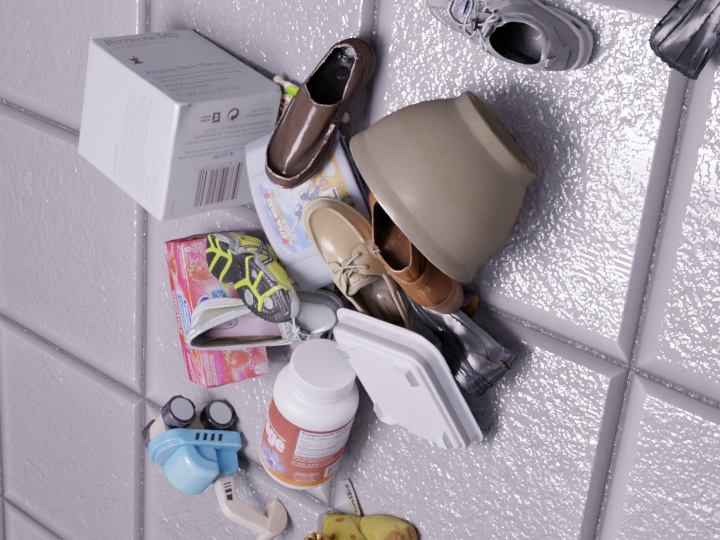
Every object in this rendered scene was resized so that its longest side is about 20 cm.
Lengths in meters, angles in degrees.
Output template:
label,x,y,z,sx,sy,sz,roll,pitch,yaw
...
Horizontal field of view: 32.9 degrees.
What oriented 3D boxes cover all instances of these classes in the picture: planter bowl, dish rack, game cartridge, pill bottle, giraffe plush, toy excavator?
label,x,y,z,sx,sy,sz,roll,pitch,yaw
planter bowl,0.104,-0.106,1.314,0.135,0.200,0.201,-38,79,16
dish rack,0.050,0.140,1.468,0.171,0.044,0.200,17,148,43
game cartridge,-0.060,-0.081,1.496,0.133,0.042,0.201,-22,93,9
pill bottle,-0.065,0.186,1.590,0.112,0.112,0.200,40,138,24
giraffe plush,-0.027,0.399,1.621,0.200,0.162,0.173,55,133,10
toy excavator,-0.212,0.299,1.782,0.100,0.194,0.201,-44,48,42

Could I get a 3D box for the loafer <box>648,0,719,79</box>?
label,x,y,z,sx,sy,sz,roll,pitch,yaw
loafer,0.349,-0.258,1.112,0.070,0.068,0.201,41,129,-1

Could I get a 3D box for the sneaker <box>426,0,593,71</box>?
label,x,y,z,sx,sy,sz,roll,pitch,yaw
sneaker,0.143,-0.264,1.275,0.200,0.082,0.075,28,123,31

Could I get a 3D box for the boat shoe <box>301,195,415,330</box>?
label,x,y,z,sx,sy,sz,roll,pitch,yaw
boat shoe,0.000,0.000,1.447,0.072,0.065,0.200,-31,106,13

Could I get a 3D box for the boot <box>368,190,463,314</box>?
label,x,y,z,sx,sy,sz,roll,pitch,yaw
boot,0.044,-0.050,1.376,0.074,0.155,0.200,-37,60,10

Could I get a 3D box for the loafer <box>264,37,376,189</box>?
label,x,y,z,sx,sy,sz,roll,pitch,yaw
loafer,-0.057,-0.190,1.429,0.073,0.071,0.200,30,95,13

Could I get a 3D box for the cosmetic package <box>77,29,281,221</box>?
label,x,y,z,sx,sy,sz,roll,pitch,yaw
cosmetic package,-0.236,-0.191,1.568,0.200,0.167,0.167,36,127,34

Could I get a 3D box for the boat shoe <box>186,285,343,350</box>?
label,x,y,z,sx,sy,sz,roll,pitch,yaw
boat shoe,-0.121,0.068,1.552,0.201,0.065,0.075,-3,123,7

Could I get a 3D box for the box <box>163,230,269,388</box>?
label,x,y,z,sx,sy,sz,roll,pitch,yaw
box,-0.196,0.050,1.656,0.100,0.095,0.201,-174,74,-66

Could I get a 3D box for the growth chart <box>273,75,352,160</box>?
label,x,y,z,sx,sy,sz,roll,pitch,yaw
growth chart,-0.064,-0.134,1.555,0.144,0.018,0.201,27,123,31

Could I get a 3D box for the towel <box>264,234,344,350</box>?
label,x,y,z,sx,sy,sz,roll,pitch,yaw
towel,-0.081,0.017,1.607,0.132,0.034,0.200,39,134,24

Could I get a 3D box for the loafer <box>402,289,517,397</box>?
label,x,y,z,sx,sy,sz,roll,pitch,yaw
loafer,0.111,0.050,1.445,0.072,0.073,0.200,-37,73,11

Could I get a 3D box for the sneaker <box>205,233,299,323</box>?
label,x,y,z,sx,sy,sz,roll,pitch,yaw
sneaker,-0.123,-0.002,1.528,0.200,0.076,0.076,41,134,47
